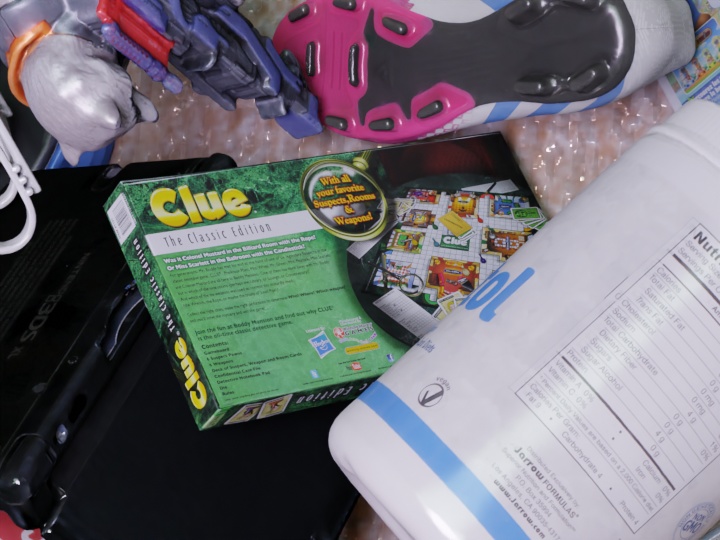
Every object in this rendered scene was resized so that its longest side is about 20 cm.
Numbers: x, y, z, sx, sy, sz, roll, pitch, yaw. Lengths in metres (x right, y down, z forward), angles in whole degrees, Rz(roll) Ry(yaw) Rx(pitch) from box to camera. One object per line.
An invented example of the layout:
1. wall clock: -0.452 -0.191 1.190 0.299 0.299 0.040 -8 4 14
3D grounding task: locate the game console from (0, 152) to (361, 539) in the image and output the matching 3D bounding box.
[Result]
1. game console: -0.097 0.058 1.035 0.175 0.117 0.201 -3 38 30

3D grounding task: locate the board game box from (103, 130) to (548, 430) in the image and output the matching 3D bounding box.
1. board game box: 0.000 0.000 1.040 0.023 0.199 0.105 -45 62 48

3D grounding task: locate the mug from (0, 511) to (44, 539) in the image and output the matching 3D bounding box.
1. mug: -0.169 0.149 1.044 0.200 0.177 0.134 46 118 26

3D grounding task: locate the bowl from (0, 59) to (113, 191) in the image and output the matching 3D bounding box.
1. bowl: -0.211 -0.079 1.183 0.199 0.039 0.202 -4 74 14

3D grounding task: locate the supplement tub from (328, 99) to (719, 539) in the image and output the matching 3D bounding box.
1. supplement tub: 0.098 0.046 0.983 0.200 0.132 0.132 -42 68 -7

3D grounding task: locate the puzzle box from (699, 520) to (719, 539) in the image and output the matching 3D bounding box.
1. puzzle box: 0.133 0.120 1.010 0.199 0.025 0.133 -33 43 4

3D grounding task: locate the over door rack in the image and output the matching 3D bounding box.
1. over door rack: -0.193 -0.114 1.041 0.066 0.148 0.201 -19 110 -8

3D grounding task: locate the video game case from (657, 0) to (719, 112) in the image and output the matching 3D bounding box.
1. video game case: 0.183 -0.111 1.060 0.143 0.018 0.201 -40 65 33

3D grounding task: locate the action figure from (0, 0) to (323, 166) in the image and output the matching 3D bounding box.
1. action figure: -0.103 -0.121 1.076 0.104 0.200 0.195 -20 47 24

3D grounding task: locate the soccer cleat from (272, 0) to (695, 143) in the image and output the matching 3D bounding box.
1. soccer cleat: 0.054 -0.093 1.105 0.199 0.086 0.071 1 96 38
